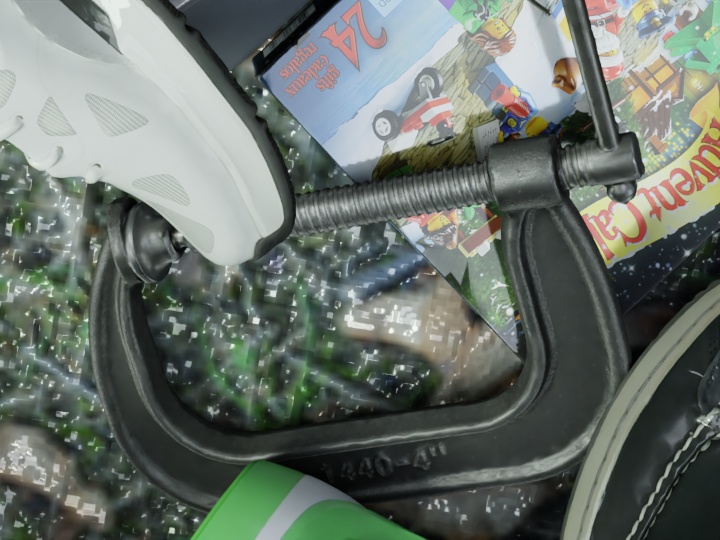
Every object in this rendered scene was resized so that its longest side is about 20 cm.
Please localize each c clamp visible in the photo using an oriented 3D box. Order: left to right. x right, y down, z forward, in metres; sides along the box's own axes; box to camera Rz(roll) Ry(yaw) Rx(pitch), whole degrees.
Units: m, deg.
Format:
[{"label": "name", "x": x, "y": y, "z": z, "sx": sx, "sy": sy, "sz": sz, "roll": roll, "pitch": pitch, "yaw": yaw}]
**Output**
[{"label": "c clamp", "x": 0.000, "y": 0.000, "z": 0.836, "sx": 0.199, "sy": 0.027, "sz": 0.172, "roll": -15, "pitch": 118, "yaw": 17}]

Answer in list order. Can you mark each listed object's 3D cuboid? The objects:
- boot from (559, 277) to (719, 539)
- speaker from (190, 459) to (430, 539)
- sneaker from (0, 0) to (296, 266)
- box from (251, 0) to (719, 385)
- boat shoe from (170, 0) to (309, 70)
[{"label": "boot", "x": 0.165, "y": 0.052, "z": 0.807, "sx": 0.204, "sy": 0.153, "sz": 0.074, "roll": -51, "pitch": 135, "yaw": -9}, {"label": "speaker", "x": 0.029, "y": 0.144, "z": 0.837, "sx": 0.199, "sy": 0.088, "sz": 0.089, "roll": 34, "pitch": 98, "yaw": 5}, {"label": "sneaker", "x": -0.111, "y": -0.049, "z": 0.729, "sx": 0.115, "sy": 0.076, "sz": 0.201, "roll": -46, "pitch": 118, "yaw": -9}, {"label": "box", "x": 0.084, "y": -0.082, "z": 0.847, "sx": 0.200, "sy": 0.038, "sz": 0.137, "roll": -43, "pitch": 102, "yaw": 6}, {"label": "boat shoe", "x": -0.039, "y": -0.116, "z": 0.822, "sx": 0.200, "sy": 0.074, "sz": 0.065, "roll": -40, "pitch": 73, "yaw": 10}]
